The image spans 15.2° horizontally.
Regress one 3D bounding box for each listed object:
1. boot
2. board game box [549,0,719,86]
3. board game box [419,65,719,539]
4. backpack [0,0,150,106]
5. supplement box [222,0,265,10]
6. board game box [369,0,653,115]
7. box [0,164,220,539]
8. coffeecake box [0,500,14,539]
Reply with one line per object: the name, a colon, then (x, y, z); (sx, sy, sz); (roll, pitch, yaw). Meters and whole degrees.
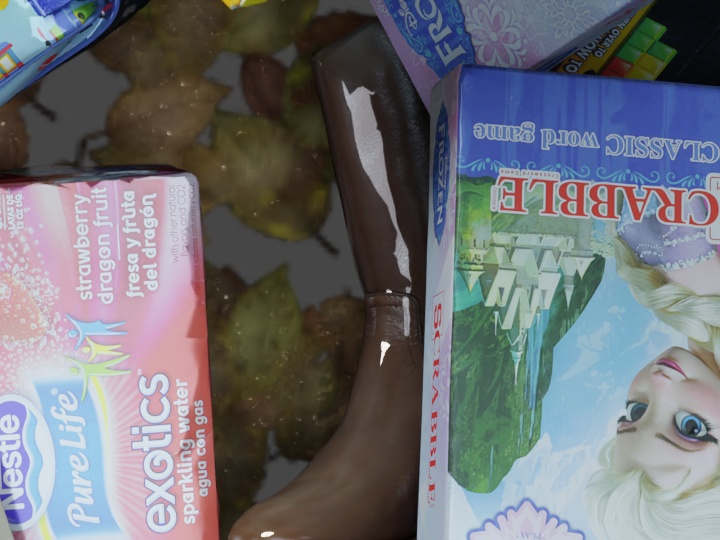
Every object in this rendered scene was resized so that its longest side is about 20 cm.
boot: (0.000, 0.000, 0.991); (0.064, 0.186, 0.202); (-1, 100, 34)
board game box: (0.175, -0.099, 0.985); (0.164, 0.200, 0.057); (22, 55, -10)
board game box: (0.121, 0.039, 0.919); (0.198, 0.041, 0.201); (3, 81, -12)
backpack: (-0.187, -0.135, 0.928); (0.182, 0.135, 0.201); (-30, 99, 13)
supplement box: (-0.047, -0.196, 0.881); (0.200, 0.109, 0.110); (47, 123, 17)
board game box: (0.050, -0.178, 0.918); (0.041, 0.199, 0.201); (-25, 85, -42)
box: (-0.104, 0.062, 0.994); (0.095, 0.100, 0.202); (-4, 95, -10)
coffeecake box: (-0.207, 0.141, 0.939); (0.199, 0.073, 0.154); (-14, 97, 33)
